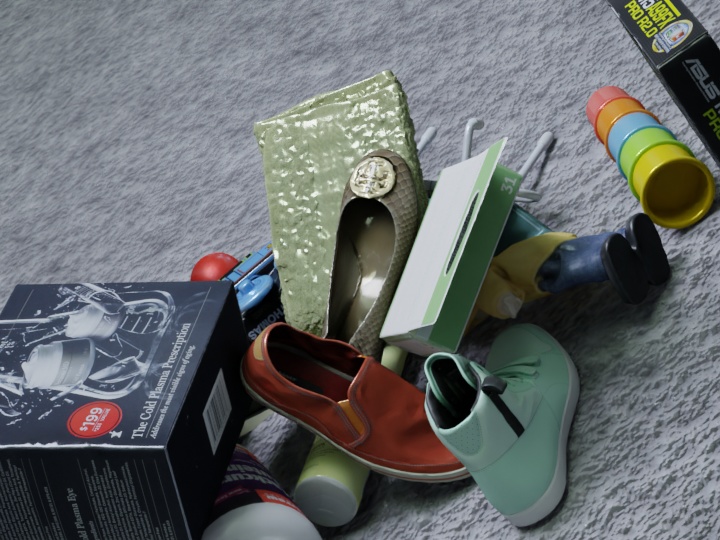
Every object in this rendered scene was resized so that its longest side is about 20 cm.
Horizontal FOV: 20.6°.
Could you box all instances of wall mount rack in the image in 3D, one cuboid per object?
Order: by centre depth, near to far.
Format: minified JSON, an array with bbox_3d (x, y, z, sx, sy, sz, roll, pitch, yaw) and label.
[{"bbox_3d":[0.075,-0.096,1.702,0.199,0.174,0.075,6,88,27],"label":"wall mount rack"}]

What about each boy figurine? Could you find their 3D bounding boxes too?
[{"bbox_3d":[0.134,0.009,1.535,0.199,0.065,0.124,-16,14,41],"label":"boy figurine"}]

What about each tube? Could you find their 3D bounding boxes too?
[{"bbox_3d":[-0.006,0.120,1.577,0.058,0.052,0.200,7,36,12],"label":"tube"}]

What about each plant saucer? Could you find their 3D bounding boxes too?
[{"bbox_3d":[0.103,-0.041,1.707,0.070,0.019,0.200,-42,28,-2],"label":"plant saucer"}]

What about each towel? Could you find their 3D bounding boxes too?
[{"bbox_3d":[-0.010,-0.052,1.622,0.148,0.036,0.201,-17,75,26],"label":"towel"}]

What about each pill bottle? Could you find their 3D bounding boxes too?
[{"bbox_3d":[-0.089,0.210,1.476,0.111,0.112,0.200,-42,28,-5],"label":"pill bottle"}]

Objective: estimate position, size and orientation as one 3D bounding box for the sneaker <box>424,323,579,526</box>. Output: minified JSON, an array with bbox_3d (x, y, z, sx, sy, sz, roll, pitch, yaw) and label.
[{"bbox_3d":[0.098,0.077,1.432,0.074,0.118,0.201,-30,28,22],"label":"sneaker"}]

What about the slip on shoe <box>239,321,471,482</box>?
[{"bbox_3d":[0.004,0.097,1.471,0.074,0.199,0.061,-60,-8,-36],"label":"slip on shoe"}]

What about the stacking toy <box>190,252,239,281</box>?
[{"bbox_3d":[-0.170,0.061,1.849,0.085,0.086,0.200,-6,36,47],"label":"stacking toy"}]

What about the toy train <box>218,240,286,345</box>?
[{"bbox_3d":[-0.049,0.000,1.767,0.200,0.087,0.114,-41,19,-7],"label":"toy train"}]

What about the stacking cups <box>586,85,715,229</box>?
[{"bbox_3d":[0.230,-0.097,1.602,0.060,0.061,0.200,-36,23,8],"label":"stacking cups"}]

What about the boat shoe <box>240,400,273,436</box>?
[{"bbox_3d":[-0.079,0.089,1.620,0.201,0.063,0.074,-27,2,-34],"label":"boat shoe"}]

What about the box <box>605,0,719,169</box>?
[{"bbox_3d":[0.257,-0.115,1.428,0.044,0.200,0.160,-34,27,10],"label":"box"}]

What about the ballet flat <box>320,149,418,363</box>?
[{"bbox_3d":[0.000,0.000,1.559,0.067,0.046,0.201,7,81,30],"label":"ballet flat"}]

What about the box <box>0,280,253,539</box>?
[{"bbox_3d":[-0.192,0.106,1.465,0.181,0.105,0.200,-2,35,14],"label":"box"}]

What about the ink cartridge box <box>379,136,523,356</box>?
[{"bbox_3d":[0.076,-0.013,1.456,0.200,0.048,0.146,164,128,-77],"label":"ink cartridge box"}]
